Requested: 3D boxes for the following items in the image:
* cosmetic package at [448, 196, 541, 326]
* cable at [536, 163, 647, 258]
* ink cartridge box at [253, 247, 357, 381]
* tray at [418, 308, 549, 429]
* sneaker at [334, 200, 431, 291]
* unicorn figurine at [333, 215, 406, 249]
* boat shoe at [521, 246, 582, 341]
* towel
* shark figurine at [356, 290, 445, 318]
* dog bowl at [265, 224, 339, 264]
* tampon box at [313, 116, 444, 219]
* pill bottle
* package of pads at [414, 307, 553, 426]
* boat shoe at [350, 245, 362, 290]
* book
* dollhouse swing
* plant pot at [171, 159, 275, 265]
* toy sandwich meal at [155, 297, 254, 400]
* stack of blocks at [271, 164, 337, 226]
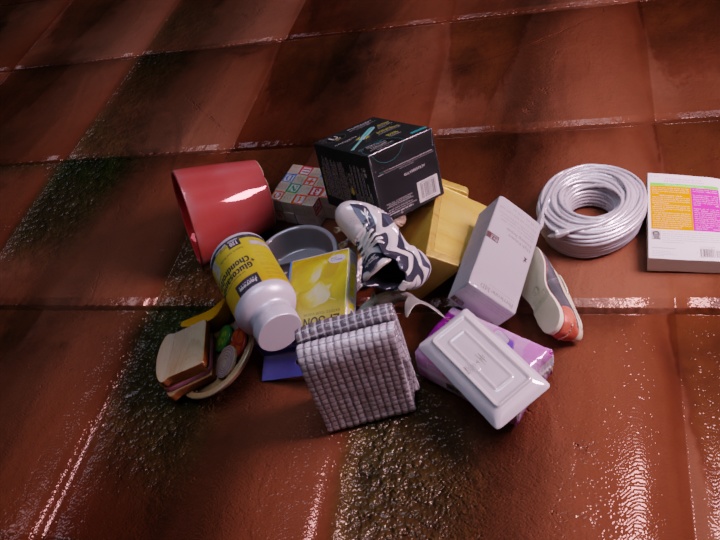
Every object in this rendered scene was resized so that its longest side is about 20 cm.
[{"bbox_3d":[0.231,-0.015,1.296,0.100,0.074,0.203,32,54,-11],"label":"cosmetic package"},{"bbox_3d":[0.421,-0.111,1.393,0.194,0.070,0.203,0,45,18],"label":"cable"},{"bbox_3d":[-0.096,0.077,1.323,0.193,0.047,0.205,-12,60,28],"label":"ink cartridge box"},{"bbox_3d":[0.181,0.138,1.154,0.106,0.022,0.200,-35,48,-11],"label":"tray"},{"bbox_3d":[0.020,-0.036,1.265,0.080,0.200,0.129,-45,-6,24],"label":"sneaker"},{"bbox_3d":[0.016,-0.091,1.457,0.135,0.076,0.198,-26,30,-32],"label":"unicorn figurine"},{"bbox_3d":[0.318,0.038,1.288,0.061,0.072,0.203,18,35,-24],"label":"boat shoe"},{"bbox_3d":[-0.001,0.148,1.185,0.161,0.203,0.087,-15,43,5],"label":"towel"},{"bbox_3d":[0.044,0.080,1.310,0.213,0.089,0.131,-35,42,30],"label":"shark figurine"},{"bbox_3d":[-0.121,-0.007,1.480,0.194,0.059,0.203,-10,44,10],"label":"dog bowl"},{"bbox_3d":[0.032,-0.190,1.409,0.147,0.129,0.199,-26,27,-24],"label":"tampon box"},{"bbox_3d":[-0.175,0.037,1.298,0.110,0.113,0.201,-28,50,-10],"label":"pill bottle"},{"bbox_3d":[0.196,0.147,1.210,0.197,0.077,0.121,24,56,35],"label":"package of pads"},{"bbox_3d":[0.000,0.000,1.430,0.070,0.070,0.200,-10,26,45],"label":"boat shoe"},{"bbox_3d":[0.569,-0.085,1.335,0.130,0.049,0.203,3,49,18],"label":"book"},{"bbox_3d":[0.169,-0.033,1.425,0.181,0.174,0.203,-40,27,42],"label":"dollhouse swing"},{"bbox_3d":[-0.278,-0.134,1.575,0.173,0.204,0.201,-20,42,-16],"label":"plant pot"},{"bbox_3d":[-0.273,0.134,1.349,0.202,0.070,0.209,-25,44,26],"label":"toy sandwich meal"},{"bbox_3d":[-0.080,-0.154,1.609,0.195,0.059,0.116,10,51,27],"label":"stack of blocks"}]
